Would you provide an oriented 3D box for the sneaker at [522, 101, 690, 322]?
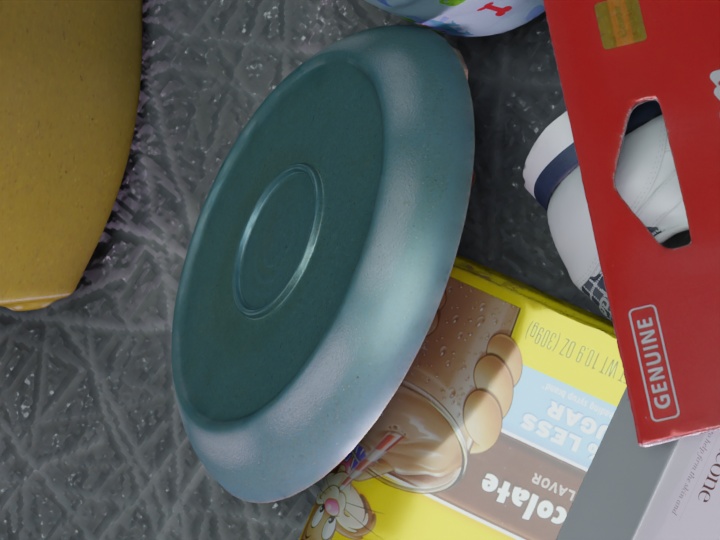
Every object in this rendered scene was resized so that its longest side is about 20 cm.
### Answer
[{"bbox_3d":[0.163,-0.053,0.786,0.199,0.076,0.081,-31,65,6],"label":"sneaker"}]

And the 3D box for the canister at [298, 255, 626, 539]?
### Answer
[{"bbox_3d":[0.049,0.108,0.825,0.148,0.087,0.201,23,93,19],"label":"canister"}]

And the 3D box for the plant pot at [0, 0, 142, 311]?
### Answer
[{"bbox_3d":[-0.204,-0.076,0.879,0.195,0.194,0.201,-7,90,19],"label":"plant pot"}]

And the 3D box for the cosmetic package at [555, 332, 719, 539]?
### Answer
[{"bbox_3d":[0.109,0.126,0.753,0.201,0.082,0.051,-66,26,0],"label":"cosmetic package"}]

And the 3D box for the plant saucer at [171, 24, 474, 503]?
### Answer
[{"bbox_3d":[-0.024,-0.009,0.821,0.200,0.027,0.201,-41,37,41],"label":"plant saucer"}]

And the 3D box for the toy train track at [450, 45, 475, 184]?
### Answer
[{"bbox_3d":[0.000,0.000,0.862,0.032,0.115,0.201,23,111,-17],"label":"toy train track"}]

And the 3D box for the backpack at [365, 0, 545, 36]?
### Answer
[{"bbox_3d":[0.022,-0.201,0.814,0.183,0.147,0.200,-43,68,12],"label":"backpack"}]

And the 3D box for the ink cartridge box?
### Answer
[{"bbox_3d":[0.161,-0.054,0.718,0.175,0.045,0.201,-12,67,6],"label":"ink cartridge box"}]
